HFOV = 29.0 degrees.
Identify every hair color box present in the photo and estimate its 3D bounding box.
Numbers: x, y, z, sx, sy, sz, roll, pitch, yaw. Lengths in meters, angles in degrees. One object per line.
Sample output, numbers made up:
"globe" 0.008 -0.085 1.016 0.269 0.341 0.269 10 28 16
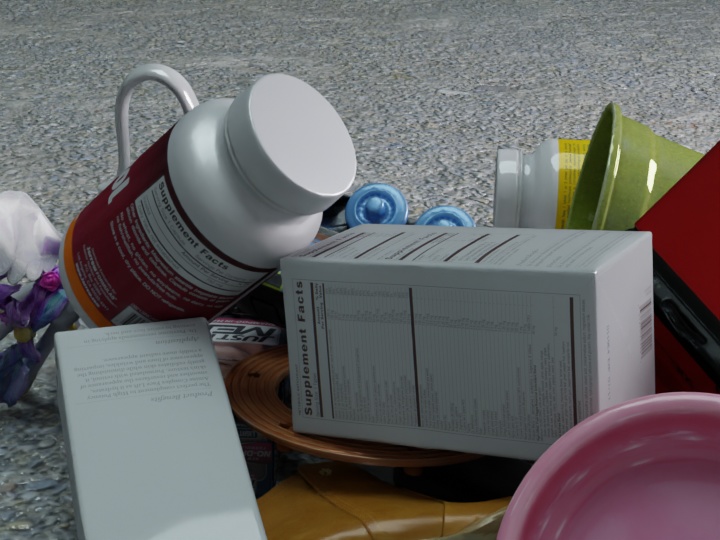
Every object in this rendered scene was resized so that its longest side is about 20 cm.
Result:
"hair color box" -0.103 0.090 1.010 0.099 0.061 0.200 2 20 0

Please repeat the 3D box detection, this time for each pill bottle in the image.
"pill bottle" 0.236 -0.077 1.423 0.197 0.114 0.113 3 20 3
"pill bottle" -0.097 -0.036 0.885 0.199 0.114 0.113 -35 -5 37

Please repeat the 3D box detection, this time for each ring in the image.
"ring" 0.008 0.089 0.920 0.198 0.019 0.201 4 17 -1

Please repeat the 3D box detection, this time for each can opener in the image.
"can opener" 0.032 0.130 0.920 0.199 0.054 0.066 20 24 39

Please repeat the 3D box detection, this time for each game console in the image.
"game console" 0.262 0.037 0.932 0.118 0.174 0.201 -21 41 -9

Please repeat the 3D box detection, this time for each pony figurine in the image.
"pony figurine" -0.217 0.014 1.016 0.167 0.200 0.193 45 26 -9

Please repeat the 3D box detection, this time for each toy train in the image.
"toy train" 0.000 0.000 0.987 0.198 0.087 0.115 21 70 16

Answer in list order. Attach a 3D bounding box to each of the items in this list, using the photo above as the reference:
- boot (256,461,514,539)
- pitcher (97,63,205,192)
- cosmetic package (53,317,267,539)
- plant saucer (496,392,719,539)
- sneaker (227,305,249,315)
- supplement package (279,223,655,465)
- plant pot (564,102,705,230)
"boot" 0.034 0.150 0.843 0.199 0.072 0.144 -13 24 -25
"pitcher" -0.162 -0.060 1.162 0.171 0.200 0.121 41 32 -6
"cosmetic package" -0.121 0.121 0.820 0.100 0.075 0.201 -5 42 -14
"plant saucer" 0.166 0.164 0.703 0.198 0.203 0.051 7 -21 13
"sneaker" -0.062 -0.002 1.093 0.198 0.067 0.091 13 17 10
"supplement package" 0.065 0.037 0.833 0.198 0.115 0.109 4 14 28
"plant pot" 0.279 -0.025 1.213 0.182 0.202 0.201 14 20 1
